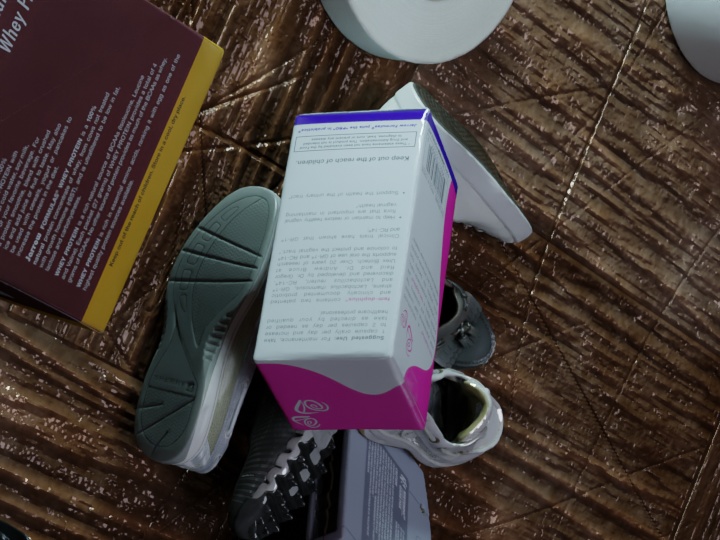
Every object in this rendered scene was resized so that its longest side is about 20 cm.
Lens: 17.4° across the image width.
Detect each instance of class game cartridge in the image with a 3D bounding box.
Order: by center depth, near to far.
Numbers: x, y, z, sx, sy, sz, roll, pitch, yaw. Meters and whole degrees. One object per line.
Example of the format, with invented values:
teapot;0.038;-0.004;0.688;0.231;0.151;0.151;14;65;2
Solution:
game cartridge;0.008;0.191;1.714;0.134;0.040;0.201;52;25;-30

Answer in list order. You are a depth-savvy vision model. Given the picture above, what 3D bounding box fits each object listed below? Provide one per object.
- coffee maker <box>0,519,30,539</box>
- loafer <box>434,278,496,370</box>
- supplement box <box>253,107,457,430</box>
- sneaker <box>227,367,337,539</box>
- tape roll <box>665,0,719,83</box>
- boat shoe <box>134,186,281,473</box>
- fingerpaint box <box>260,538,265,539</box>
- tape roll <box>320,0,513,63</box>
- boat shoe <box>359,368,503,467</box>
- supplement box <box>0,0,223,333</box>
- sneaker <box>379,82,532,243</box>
coffee maker;-0.256;0.260;1.520;0.192;0.134;0.202;-37;127;-58
loafer;0.043;0.030;1.765;0.200;0.063;0.072;33;78;-42
supplement box;0.000;0.000;1.616;0.101;0.102;0.201;65;27;-54
sneaker;-0.057;0.099;1.674;0.201;0.090;0.067;-61;158;-23
tape roll;0.344;-0.253;1.969;0.201;0.071;0.204;-12;108;-40
boat shoe;-0.096;0.041;1.638;0.065;0.074;0.203;26;79;-54
fingerpaint box;-0.011;0.304;1.703;0.073;0.167;0.200;-42;133;17
tape roll;0.047;-0.253;1.722;0.202;0.037;0.205;-11;106;-40
boat shoe;0.069;0.110;1.776;0.200;0.069;0.071;13;73;-60
supplement box;-0.227;-0.099;1.443;0.199;0.132;0.199;30;80;-42
sneaker;0.056;-0.066;1.768;0.084;0.073;0.200;-38;139;11
